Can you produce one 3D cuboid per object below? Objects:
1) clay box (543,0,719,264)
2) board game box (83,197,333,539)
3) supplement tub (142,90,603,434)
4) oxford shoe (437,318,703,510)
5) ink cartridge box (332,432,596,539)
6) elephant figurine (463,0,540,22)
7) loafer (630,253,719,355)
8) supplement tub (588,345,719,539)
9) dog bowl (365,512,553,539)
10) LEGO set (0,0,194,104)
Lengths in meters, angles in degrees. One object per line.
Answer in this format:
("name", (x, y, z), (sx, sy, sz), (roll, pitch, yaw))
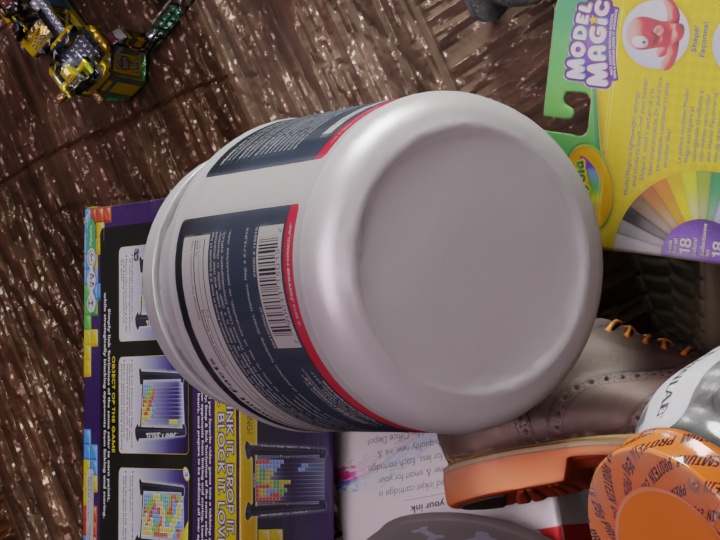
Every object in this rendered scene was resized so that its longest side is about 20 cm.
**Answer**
("clay box", (0.179, -0.058, 1.240), (0.199, 0.048, 0.115), (8, 99, 13))
("board game box", (-0.076, 0.063, 1.415), (0.165, 0.057, 0.201), (-3, 86, 57))
("supplement tub", (0.000, 0.000, 1.249), (0.200, 0.140, 0.141), (-4, 84, 63))
("oxford shoe", (0.128, 0.051, 1.281), (0.199, 0.071, 0.073), (-13, 77, 9))
("ink cartridge box", (0.052, 0.091, 1.373), (0.116, 0.067, 0.201), (-12, 81, 28))
("elephant figurine", (0.121, -0.209, 1.323), (0.200, 0.155, 0.142), (-31, 109, -2))
("loafer", (0.165, -0.056, 1.314), (0.076, 0.067, 0.201), (-154, 59, -64))
("supplement tub", (0.191, 0.069, 1.129), (0.122, 0.200, 0.123), (34, 138, 37))
("dog bowl", (0.035, 0.211, 1.294), (0.199, 0.059, 0.201), (2, 97, 14))
("LEGO set", (-0.137, -0.184, 1.463), (0.200, 0.116, 0.154), (-38, 71, 22))
